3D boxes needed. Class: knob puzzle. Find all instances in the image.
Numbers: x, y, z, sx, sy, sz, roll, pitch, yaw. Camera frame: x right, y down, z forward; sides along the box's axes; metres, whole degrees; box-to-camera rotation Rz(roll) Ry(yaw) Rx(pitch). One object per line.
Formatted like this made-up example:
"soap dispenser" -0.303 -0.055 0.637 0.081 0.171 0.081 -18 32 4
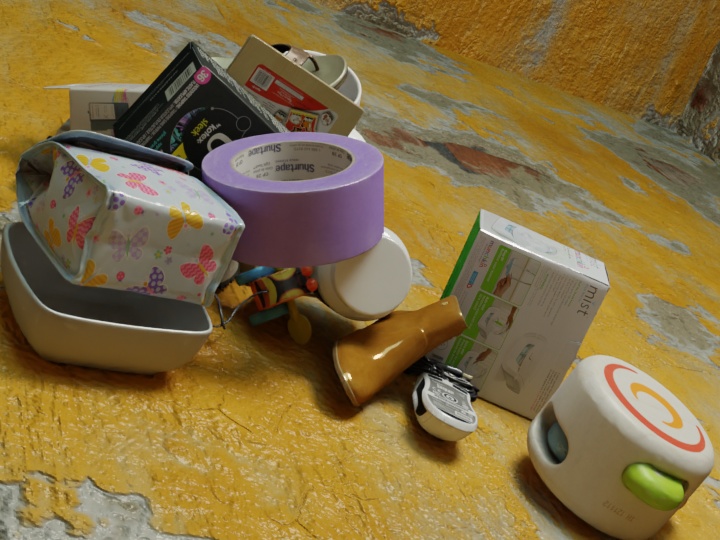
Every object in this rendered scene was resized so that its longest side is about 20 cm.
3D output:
"knob puzzle" -0.121 -0.170 1.565 0.217 0.222 0.031 16 20 -20

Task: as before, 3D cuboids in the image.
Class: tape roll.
"tape roll" -0.072 -0.081 1.347 0.197 0.086 0.200 -1 25 1

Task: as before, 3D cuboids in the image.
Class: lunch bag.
"lunch bag" -0.241 -0.065 1.252 0.168 0.128 0.200 13 17 -40

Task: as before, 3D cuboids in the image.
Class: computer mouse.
"computer mouse" 0.089 0.151 1.422 0.109 0.044 0.200 27 14 -5

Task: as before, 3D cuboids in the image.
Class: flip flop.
"flip flop" -0.111 -0.262 1.593 0.197 0.058 0.082 0 45 -13

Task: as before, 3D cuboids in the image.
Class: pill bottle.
"pill bottle" 0.000 0.000 1.455 0.113 0.116 0.200 20 0 -9

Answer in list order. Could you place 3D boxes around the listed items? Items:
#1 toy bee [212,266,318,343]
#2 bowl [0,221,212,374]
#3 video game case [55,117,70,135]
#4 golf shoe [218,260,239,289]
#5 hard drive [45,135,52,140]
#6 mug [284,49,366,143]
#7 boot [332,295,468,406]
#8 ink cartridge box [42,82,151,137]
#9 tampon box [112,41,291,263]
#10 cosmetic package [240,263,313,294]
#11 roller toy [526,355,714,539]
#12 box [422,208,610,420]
"toy bee" -0.089 0.027 1.430 0.132 0.108 0.200 64 20 -20
"bowl" -0.268 0.034 1.259 0.198 0.075 0.200 11 25 -33
"video game case" -0.315 -0.174 1.707 0.180 0.022 0.200 21 16 -8
"golf shoe" -0.215 -0.027 1.456 0.199 0.089 0.077 5 26 -45
"hard drive" -0.325 -0.105 1.596 0.198 0.038 0.140 19 21 -11
"mug" -0.063 -0.172 1.683 0.199 0.177 0.147 34 48 21
"boot" 0.050 0.080 1.402 0.201 0.143 0.071 -61 128 -74
"ink cartridge box" -0.298 -0.205 1.602 0.197 0.068 0.117 5 12 16
"tampon box" -0.172 -0.142 1.476 0.200 0.150 0.126 41 9 -26
"cosmetic package" -0.069 -0.022 1.627 0.198 0.074 0.104 9 24 -34
"roller toy" 0.284 0.199 1.373 0.182 0.140 0.199 44 24 20
"box" 0.187 0.057 1.531 0.175 0.202 0.097 22 20 -2
